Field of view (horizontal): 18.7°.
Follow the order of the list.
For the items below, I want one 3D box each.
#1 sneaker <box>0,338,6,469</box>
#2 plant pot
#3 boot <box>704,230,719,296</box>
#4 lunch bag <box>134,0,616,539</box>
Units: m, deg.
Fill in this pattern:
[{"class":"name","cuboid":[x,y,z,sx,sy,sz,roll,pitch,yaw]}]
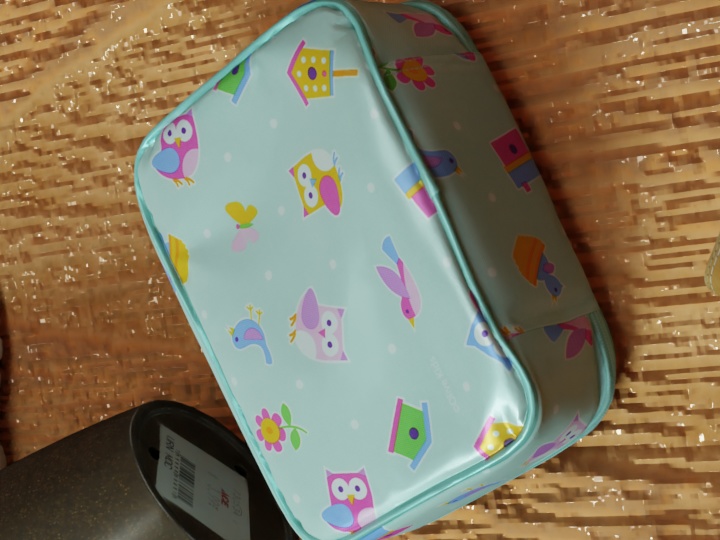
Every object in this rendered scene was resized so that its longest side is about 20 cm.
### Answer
[{"class":"sneaker","cuboid":[-0.224,0.067,1.063,0.080,0.088,0.202,-11,89,43]},{"class":"plant pot","cuboid":[-0.125,0.154,0.946,0.200,0.187,0.187,-45,67,22]},{"class":"boot","cuboid":[0.170,0.021,0.665,0.155,0.077,0.201,19,72,31]},{"class":"lunch bag","cuboid":[0.000,0.000,0.864,0.160,0.077,0.201,-36,73,40]}]
